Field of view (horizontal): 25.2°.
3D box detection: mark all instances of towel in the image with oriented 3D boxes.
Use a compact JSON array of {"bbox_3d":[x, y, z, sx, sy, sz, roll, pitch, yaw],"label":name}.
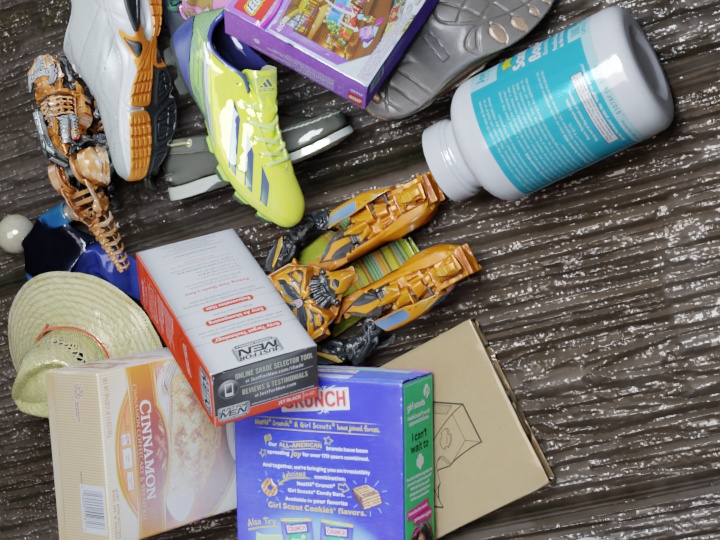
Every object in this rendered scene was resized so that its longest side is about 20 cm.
[{"bbox_3d":[-0.033,0.017,1.493,0.199,0.018,0.086,-36,80,23],"label":"towel"}]

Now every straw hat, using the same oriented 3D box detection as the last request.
[{"bbox_3d":[-0.288,0.101,1.548,0.199,0.085,0.203,13,118,25],"label":"straw hat"}]

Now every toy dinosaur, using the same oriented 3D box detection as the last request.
[{"bbox_3d":[-0.260,-0.101,1.515,0.101,0.136,0.202,4,97,22],"label":"toy dinosaur"}]

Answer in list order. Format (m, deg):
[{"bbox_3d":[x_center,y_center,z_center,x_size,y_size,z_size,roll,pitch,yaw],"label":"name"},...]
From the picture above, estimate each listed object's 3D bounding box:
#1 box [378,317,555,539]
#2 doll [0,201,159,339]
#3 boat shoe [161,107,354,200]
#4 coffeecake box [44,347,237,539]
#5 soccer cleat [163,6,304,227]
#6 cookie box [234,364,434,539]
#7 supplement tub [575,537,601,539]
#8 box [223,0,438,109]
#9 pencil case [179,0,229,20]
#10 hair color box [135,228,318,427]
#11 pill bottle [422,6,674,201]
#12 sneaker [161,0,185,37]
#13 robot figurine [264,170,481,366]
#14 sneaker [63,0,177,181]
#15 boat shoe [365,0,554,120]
[{"bbox_3d":[0.058,0.160,1.466,0.199,0.021,0.165,-29,83,23],"label":"box"},{"bbox_3d":[-0.281,0.002,1.582,0.199,0.048,0.137,28,113,19],"label":"doll"},{"bbox_3d":[-0.100,-0.118,1.478,0.200,0.072,0.061,-16,94,28],"label":"boat shoe"},{"bbox_3d":[-0.184,0.153,1.469,0.073,0.199,0.155,-1,96,38],"label":"coffeecake box"},{"bbox_3d":[-0.096,-0.133,1.392,0.083,0.065,0.201,-28,91,26],"label":"soccer cleat"},{"bbox_3d":[-0.023,0.189,1.450,0.170,0.075,0.202,2,97,24],"label":"cookie box"},{"bbox_3d":[0.148,0.332,1.377,0.199,0.145,0.146,-32,83,24],"label":"supplement tub"},{"bbox_3d":[-0.003,-0.246,1.324,0.136,0.039,0.201,30,67,10],"label":"box"},{"bbox_3d":[-0.059,-0.234,1.425,0.198,0.083,0.087,18,61,10],"label":"pencil case"},{"bbox_3d":[-0.121,0.046,1.431,0.200,0.101,0.062,-128,31,-49],"label":"hair color box"},{"bbox_3d":[0.152,-0.129,1.344,0.199,0.111,0.112,-25,85,23],"label":"pill bottle"},{"bbox_3d":[-0.175,-0.281,1.484,0.074,0.087,0.202,-13,90,24],"label":"sneaker"},{"bbox_3d":[0.000,0.000,1.436,0.199,0.058,0.146,-29,84,24],"label":"robot figurine"},{"bbox_3d":[-0.228,-0.182,1.478,0.091,0.076,0.202,-1,94,28],"label":"sneaker"},{"bbox_3d":[0.080,-0.197,1.375,0.199,0.072,0.076,-33,86,-7],"label":"boat shoe"}]
